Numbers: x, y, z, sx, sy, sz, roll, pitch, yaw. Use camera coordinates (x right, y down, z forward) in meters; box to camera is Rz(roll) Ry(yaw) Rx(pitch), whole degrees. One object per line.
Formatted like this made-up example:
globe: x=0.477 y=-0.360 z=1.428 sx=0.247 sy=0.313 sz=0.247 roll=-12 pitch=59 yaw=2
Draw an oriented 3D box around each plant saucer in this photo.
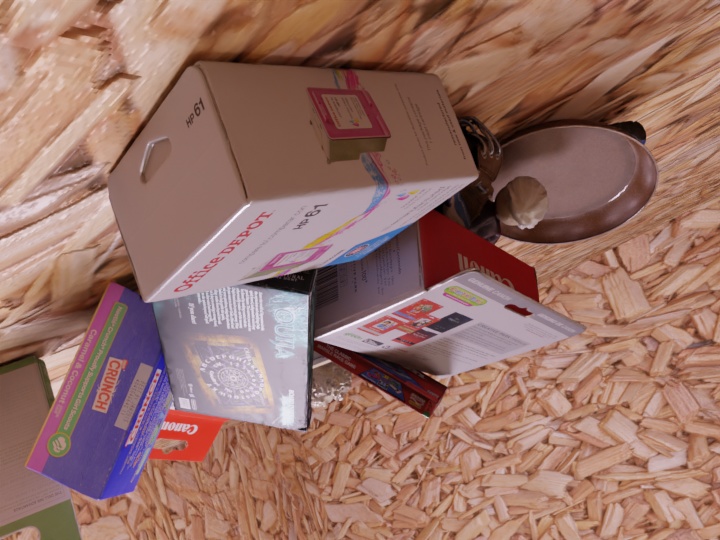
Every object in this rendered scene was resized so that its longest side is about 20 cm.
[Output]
plant saucer: x=0.210 y=-0.094 z=0.750 sx=0.194 sy=0.033 sz=0.202 roll=2 pitch=148 yaw=1

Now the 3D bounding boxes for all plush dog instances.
plush dog: x=-0.043 y=0.049 z=0.916 sx=0.170 sy=0.162 sz=0.200 roll=-36 pitch=-162 yaw=-1

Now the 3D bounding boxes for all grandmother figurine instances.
grandmother figurine: x=0.101 y=-0.053 z=0.750 sx=0.195 sy=0.062 sz=0.122 roll=-15 pitch=137 yaw=24

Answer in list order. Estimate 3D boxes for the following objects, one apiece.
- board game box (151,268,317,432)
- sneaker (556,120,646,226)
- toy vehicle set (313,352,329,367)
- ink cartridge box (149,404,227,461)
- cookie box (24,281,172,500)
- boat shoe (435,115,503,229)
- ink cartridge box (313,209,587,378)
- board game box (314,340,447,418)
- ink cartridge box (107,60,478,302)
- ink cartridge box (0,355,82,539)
board game box: x=-0.104 y=0.065 z=0.605 sx=0.131 sy=0.029 sz=0.203 roll=9 pitch=137 yaw=2
sneaker: x=0.261 y=-0.106 z=0.841 sx=0.077 sy=0.091 sz=0.199 roll=-16 pitch=167 yaw=-34
toy vehicle set: x=-0.037 y=0.035 z=0.802 sx=0.195 sy=0.127 sz=0.027 roll=-18 pitch=169 yaw=-21
ink cartridge box: x=-0.204 y=0.173 z=0.934 sx=0.161 sy=0.056 sz=0.204 roll=25 pitch=90 yaw=-55
cookie box: x=-0.234 y=0.125 z=0.699 sx=0.073 sy=0.175 sz=0.200 roll=21 pitch=162 yaw=-3
boat shoe: x=0.081 y=-0.094 z=0.608 sx=0.072 sy=0.073 sz=0.200 roll=-41 pitch=164 yaw=0
ink cartridge box: x=0.080 y=0.020 z=0.638 sx=0.173 sy=0.086 sz=0.198 roll=-24 pitch=148 yaw=36
board game box: x=-0.008 y=0.079 z=0.700 sx=0.020 sy=0.196 sz=0.103 roll=-62 pitch=168 yaw=4
ink cartridge box: x=-0.042 y=-0.057 z=0.462 sx=0.197 sy=0.087 sz=0.144 roll=-11 pitch=164 yaw=-43
ink cartridge box: x=-0.374 y=0.209 z=0.725 sx=0.142 sy=0.205 sz=0.048 roll=-18 pitch=170 yaw=-15
